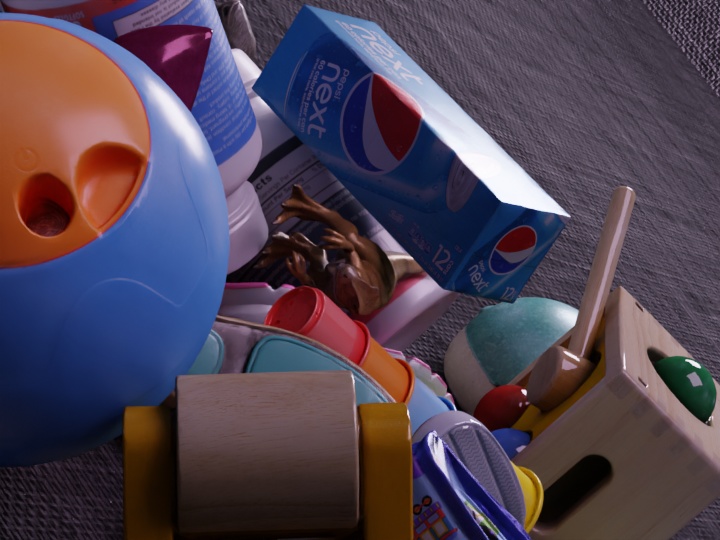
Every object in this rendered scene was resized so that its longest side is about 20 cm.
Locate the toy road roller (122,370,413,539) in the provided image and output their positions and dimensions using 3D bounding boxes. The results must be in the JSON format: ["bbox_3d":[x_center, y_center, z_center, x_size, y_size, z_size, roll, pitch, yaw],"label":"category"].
[{"bbox_3d":[-0.043,0.136,1.323,0.146,0.122,0.201,-111,-159,-79],"label":"toy road roller"}]

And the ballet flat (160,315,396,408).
[{"bbox_3d":[-0.069,0.057,1.548,0.199,0.069,0.063,25,-21,-7],"label":"ballet flat"}]

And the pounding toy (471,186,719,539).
[{"bbox_3d":[0.142,0.085,1.866,0.142,0.200,0.184,44,16,-11],"label":"pounding toy"}]

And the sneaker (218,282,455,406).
[{"bbox_3d":[-0.023,0.079,1.674,0.200,0.081,0.089,32,67,-42],"label":"sneaker"}]

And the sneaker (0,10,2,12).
[{"bbox_3d":[-0.226,-0.092,1.545,0.115,0.080,0.200,35,22,-43],"label":"sneaker"}]

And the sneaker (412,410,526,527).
[{"bbox_3d":[0.048,0.156,1.606,0.071,0.073,0.201,33,-38,48],"label":"sneaker"}]

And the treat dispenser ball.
[{"bbox_3d":[-0.158,-0.013,1.322,0.201,0.201,0.201,43,17,-16],"label":"treat dispenser ball"}]

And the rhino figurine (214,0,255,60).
[{"bbox_3d":[-0.055,-0.106,2.010,0.200,0.087,0.060,49,38,1],"label":"rhino figurine"}]

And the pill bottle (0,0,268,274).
[{"bbox_3d":[-0.120,-0.094,1.672,0.112,0.112,0.201,-96,167,-64],"label":"pill bottle"}]

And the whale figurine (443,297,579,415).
[{"bbox_3d":[0.141,0.078,2.050,0.159,0.104,0.200,53,17,20],"label":"whale figurine"}]

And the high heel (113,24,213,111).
[{"bbox_3d":[-0.099,-0.028,1.581,0.067,0.096,0.201,-109,-177,-68],"label":"high heel"}]

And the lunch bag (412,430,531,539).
[{"bbox_3d":[0.026,0.188,1.420,0.200,0.150,0.094,52,16,12],"label":"lunch bag"}]

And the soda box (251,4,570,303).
[{"bbox_3d":[0.027,-0.068,1.709,0.068,0.064,0.200,11,28,-49],"label":"soda box"}]

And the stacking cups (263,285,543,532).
[{"bbox_3d":[0.024,0.081,1.620,0.200,0.060,0.061,46,14,-37],"label":"stacking cups"}]

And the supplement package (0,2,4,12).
[{"bbox_3d":[-0.201,-0.202,1.789,0.120,0.121,0.200,52,16,17],"label":"supplement package"}]

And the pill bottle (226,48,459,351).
[{"bbox_3d":[-0.043,-0.030,1.804,0.200,0.120,0.120,50,16,8],"label":"pill bottle"}]

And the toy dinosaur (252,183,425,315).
[{"bbox_3d":[0.000,0.000,1.691,0.106,0.061,0.200,33,18,10],"label":"toy dinosaur"}]
